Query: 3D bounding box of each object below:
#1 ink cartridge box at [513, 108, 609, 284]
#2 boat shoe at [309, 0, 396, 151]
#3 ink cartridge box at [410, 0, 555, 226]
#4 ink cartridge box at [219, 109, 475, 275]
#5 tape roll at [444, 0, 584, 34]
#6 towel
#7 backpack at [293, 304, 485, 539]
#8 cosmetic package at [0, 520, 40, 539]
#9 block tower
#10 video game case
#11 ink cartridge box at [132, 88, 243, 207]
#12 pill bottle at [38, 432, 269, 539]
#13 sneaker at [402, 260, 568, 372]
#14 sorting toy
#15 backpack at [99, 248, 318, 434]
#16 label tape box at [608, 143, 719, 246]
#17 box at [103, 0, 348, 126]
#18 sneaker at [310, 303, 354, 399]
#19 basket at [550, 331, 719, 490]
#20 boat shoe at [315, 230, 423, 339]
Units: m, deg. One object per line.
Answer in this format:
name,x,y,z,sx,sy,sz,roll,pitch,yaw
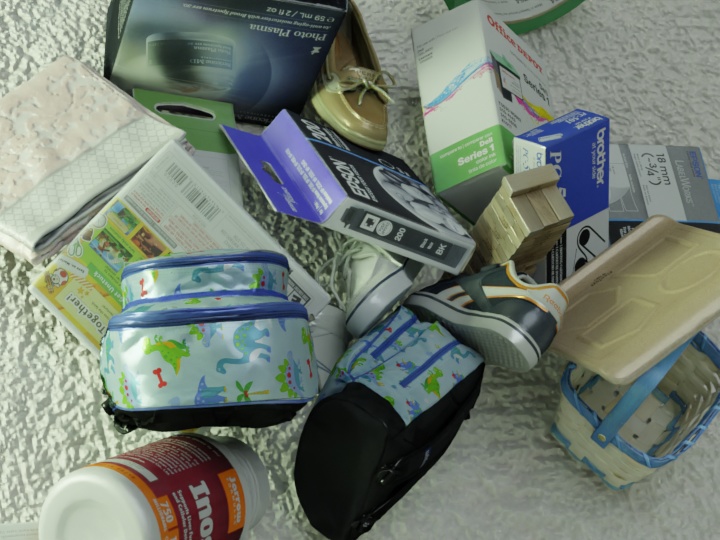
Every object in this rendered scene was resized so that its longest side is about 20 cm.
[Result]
ink cartridge box,0.191,-0.042,1.775,0.094,0.202,0.044,-25,33,-37
boat shoe,-0.011,-0.195,1.846,0.073,0.063,0.201,15,35,-33
ink cartridge box,0.130,-0.143,1.845,0.145,0.083,0.202,34,40,-48
ink cartridge box,-0.015,-0.081,1.728,0.198,0.044,0.198,18,19,-29
tape roll,0.177,-0.322,1.943,0.199,0.201,0.049,-12,63,-26
towel,-0.281,-0.105,1.698,0.190,0.032,0.200,31,55,32
backpack,0.028,0.121,1.642,0.199,0.164,0.154,-24,56,-39
cosmetic package,-0.281,0.303,1.459,0.112,0.081,0.202,0,60,-19
block tower,0.131,-0.017,1.733,0.054,0.201,0.058,-17,65,-27
video game case,-0.156,0.020,1.637,0.200,0.023,0.182,45,85,-7
ink cartridge box,-0.166,-0.078,1.743,0.103,0.060,0.201,7,43,-15
pill bottle,-0.158,0.195,1.513,0.113,0.113,0.199,48,26,14
sneaker,0.117,0.038,1.691,0.080,0.199,0.079,-48,117,-16
sorting toy,0.252,0.027,1.668,0.184,0.200,0.037,-35,111,-10
backpack,-0.125,0.058,1.530,0.181,0.200,0.149,-4,88,-8
label tape box,0.319,-0.053,1.908,0.198,0.063,0.146,1,59,-19
box,-0.131,-0.246,1.787,0.198,0.199,0.124,7,59,-15
sneaker,-0.101,0.060,1.685,0.198,0.075,0.088,13,60,-11
basket,0.263,0.097,1.706,0.139,0.200,0.176,43,52,7
boat shoe,0.003,-0.004,1.705,0.086,0.075,0.202,43,19,-1
